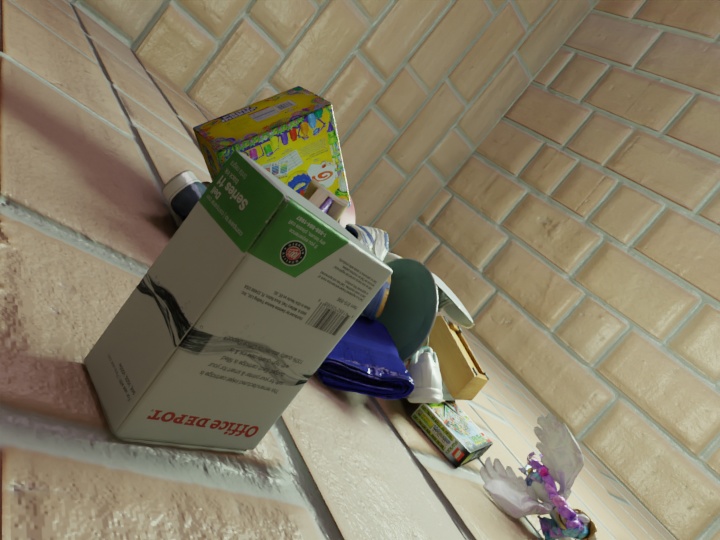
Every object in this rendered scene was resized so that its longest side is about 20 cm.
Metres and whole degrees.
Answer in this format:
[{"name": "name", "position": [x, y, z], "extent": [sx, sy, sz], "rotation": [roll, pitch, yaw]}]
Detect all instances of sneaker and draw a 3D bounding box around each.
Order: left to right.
[{"name": "sneaker", "position": [-0.225, -0.068, 0.873], "extent": [0.147, 0.077, 0.202], "rotation": [49, -2, -4]}, {"name": "sneaker", "position": [0.000, 0.000, 0.965], "extent": [0.087, 0.076, 0.201], "rotation": [16, 40, -17]}, {"name": "sneaker", "position": [0.105, 0.172, 0.934], "extent": [0.074, 0.090, 0.200], "rotation": [2, -10, -1]}]

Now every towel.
[{"name": "towel", "position": [-0.010, 0.121, 0.844], "extent": [0.146, 0.050, 0.200], "rotation": [19, 15, -15]}]

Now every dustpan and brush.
[{"name": "dustpan and brush", "position": [0.159, 0.055, 1.149], "extent": [0.140, 0.057, 0.200], "rotation": [46, 11, -4]}]

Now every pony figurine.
[{"name": "pony figurine", "position": [0.304, 0.357, 0.908], "extent": [0.194, 0.166, 0.200], "rotation": [52, -5, 22]}]

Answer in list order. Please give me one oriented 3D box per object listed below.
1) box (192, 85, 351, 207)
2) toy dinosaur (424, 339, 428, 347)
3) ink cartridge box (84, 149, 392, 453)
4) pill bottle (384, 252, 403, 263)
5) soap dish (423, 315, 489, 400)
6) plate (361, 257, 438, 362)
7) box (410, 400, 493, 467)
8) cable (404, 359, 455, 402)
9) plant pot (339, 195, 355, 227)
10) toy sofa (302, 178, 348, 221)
[{"name": "box", "position": [-0.141, -0.170, 0.939], "extent": [0.122, 0.198, 0.194], "rotation": [41, -29, 45]}, {"name": "toy dinosaur", "position": [0.088, 0.059, 1.029], "extent": [0.200, 0.107, 0.060], "rotation": [42, 19, 30]}, {"name": "ink cartridge box", "position": [-0.091, 0.035, 0.440], "extent": [0.083, 0.201, 0.146], "rotation": [42, 6, 38]}, {"name": "pill bottle", "position": [0.066, 0.025, 1.167], "extent": [0.111, 0.112, 0.200], "rotation": [42, 6, 12]}, {"name": "soap dish", "position": [0.175, 0.171, 1.091], "extent": [0.159, 0.081, 0.200], "rotation": [62, 11, 21]}, {"name": "plate", "position": [0.057, 0.075, 0.970], "extent": [0.025, 0.201, 0.200], "rotation": [29, 13, -40]}, {"name": "box", "position": [0.164, 0.280, 0.982], "extent": [0.110, 0.035, 0.200], "rotation": [45, 8, 25]}, {"name": "cable", "position": [0.126, 0.214, 1.075], "extent": [0.200, 0.050, 0.098], "rotation": [46, 33, -17]}, {"name": "plant pot", "position": [-0.139, -0.106, 1.147], "extent": [0.178, 0.201, 0.200], "rotation": [10, 28, -47]}, {"name": "toy sofa", "position": [-0.088, -0.021, 0.777], "extent": [0.097, 0.201, 0.083], "rotation": [36, -32, -2]}]
